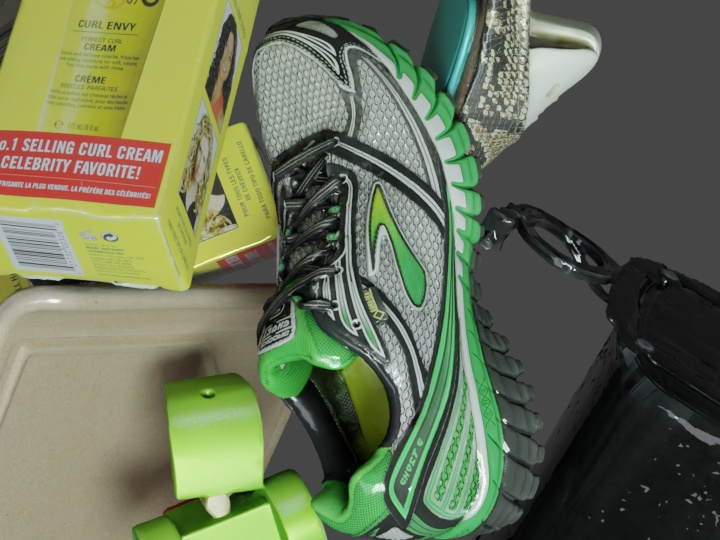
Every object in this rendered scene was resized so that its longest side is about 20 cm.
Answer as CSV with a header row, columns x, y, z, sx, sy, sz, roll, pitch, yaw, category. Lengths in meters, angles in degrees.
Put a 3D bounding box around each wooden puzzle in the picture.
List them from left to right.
x,y,z,sx,sy,sz,roll,pitch,yaw,category
-0.104,0.081,0.941,0.037,0.185,0.200,42,115,31,wooden puzzle

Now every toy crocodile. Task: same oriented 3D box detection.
x,y,z,sx,sy,sz,roll,pitch,yaw,category
-0.038,0.135,0.905,0.067,0.062,0.200,-21,106,-12,toy crocodile

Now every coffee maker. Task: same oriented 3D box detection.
x,y,z,sx,sy,sz,roll,pitch,yaw,category
0.092,0.106,0.939,0.192,0.135,0.200,44,116,22,coffee maker

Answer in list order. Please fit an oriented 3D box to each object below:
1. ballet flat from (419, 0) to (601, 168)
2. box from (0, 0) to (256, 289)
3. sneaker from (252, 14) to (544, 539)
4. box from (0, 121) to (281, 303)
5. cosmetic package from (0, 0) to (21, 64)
x,y,z,sx,sy,sz,roll,pitch,yaw,category
0.059,-0.113,0.889,0.075,0.068,0.200,2,111,-7,ballet flat
-0.079,-0.092,0.854,0.075,0.200,0.050,6,151,12,box
0.000,0.000,0.860,0.078,0.085,0.200,-32,70,46,sneaker
-0.126,0.003,0.933,0.200,0.075,0.050,-22,85,-1,box
-0.236,-0.097,0.960,0.200,0.073,0.104,13,113,10,cosmetic package
